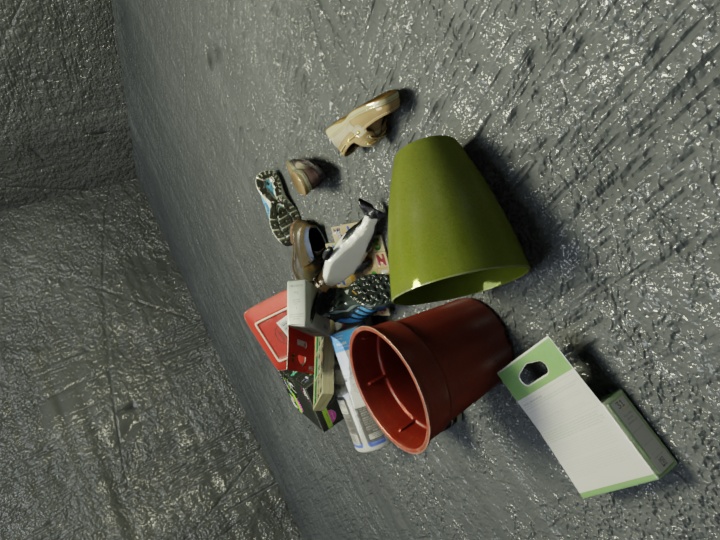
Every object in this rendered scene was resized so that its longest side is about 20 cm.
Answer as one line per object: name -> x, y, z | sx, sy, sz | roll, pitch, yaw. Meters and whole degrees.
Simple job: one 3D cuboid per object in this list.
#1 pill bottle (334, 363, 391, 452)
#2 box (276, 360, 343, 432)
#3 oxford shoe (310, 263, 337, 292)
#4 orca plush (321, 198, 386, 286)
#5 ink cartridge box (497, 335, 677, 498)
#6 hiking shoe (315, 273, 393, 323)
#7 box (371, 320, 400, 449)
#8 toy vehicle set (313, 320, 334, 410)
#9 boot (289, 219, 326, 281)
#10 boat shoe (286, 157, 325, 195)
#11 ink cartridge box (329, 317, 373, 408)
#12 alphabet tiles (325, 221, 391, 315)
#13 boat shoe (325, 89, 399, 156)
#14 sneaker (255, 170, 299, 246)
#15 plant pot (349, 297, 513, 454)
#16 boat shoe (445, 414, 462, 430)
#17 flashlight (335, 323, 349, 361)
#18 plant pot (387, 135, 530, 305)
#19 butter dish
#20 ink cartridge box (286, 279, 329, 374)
pill bottle -> 0.007, 0.309, 1.218 | 0.114, 0.113, 0.201 | -17, 94, 63
box -> -0.120, 0.321, 1.433 | 0.200, 0.124, 0.149 | 14, 129, 57
oxford shoe -> -0.081, 0.032, 1.208 | 0.201, 0.084, 0.073 | 103, 150, -43
orca plush -> -0.026, -0.062, 1.018 | 0.071, 0.105, 0.201 | -111, 29, -43
ink cartridge box -> 0.287, 0.190, 0.688 | 0.201, 0.048, 0.146 | 59, 151, 20
hiking shoe -> 0.009, 0.060, 1.048 | 0.199, 0.087, 0.075 | -11, 59, 30
box -> 0.063, 0.216, 1.019 | 0.193, 0.047, 0.201 | -37, -72, -80
toy vehicle set -> -0.087, 0.216, 1.227 | 0.124, 0.026, 0.201 | 114, 159, -54
boot -> -0.120, -0.024, 1.256 | 0.097, 0.074, 0.201 | 11, 117, 62
boat shoe -> -0.118, -0.210, 1.132 | 0.200, 0.064, 0.072 | -130, 18, -69
ink cartridge box -> 0.012, 0.212, 1.100 | 0.116, 0.067, 0.201 | -19, -89, -73
alphabet tiles -> 0.000, 0.000, 1.074 | 0.166, 0.006, 0.201 | -5, 105, 44
boat shoe -> 0.012, -0.242, 0.872 | 0.069, 0.074, 0.200 | 61, 156, -12
sneaker -> -0.209, -0.159, 1.350 | 0.090, 0.078, 0.201 | 134, 117, -81
plant pot -> 0.117, 0.145, 0.807 | 0.201, 0.194, 0.202 | 41, 142, 43
boat shoe -> 0.119, 0.211, 0.997 | 0.202, 0.060, 0.072 | 60, 152, 16
flashlight -> -0.034, 0.135, 1.226 | 0.068, 0.067, 0.201 | -86, 6, -45
plant pot -> 0.113, -0.073, 0.711 | 0.187, 0.186, 0.201 | 142, 119, -62
butter dish -> -0.179, 0.142, 1.417 | 0.199, 0.148, 0.201 | -26, 100, 28
ink cartridge box -> -0.106, 0.124, 1.088 | 0.200, 0.043, 0.175 | 52, -145, -73
